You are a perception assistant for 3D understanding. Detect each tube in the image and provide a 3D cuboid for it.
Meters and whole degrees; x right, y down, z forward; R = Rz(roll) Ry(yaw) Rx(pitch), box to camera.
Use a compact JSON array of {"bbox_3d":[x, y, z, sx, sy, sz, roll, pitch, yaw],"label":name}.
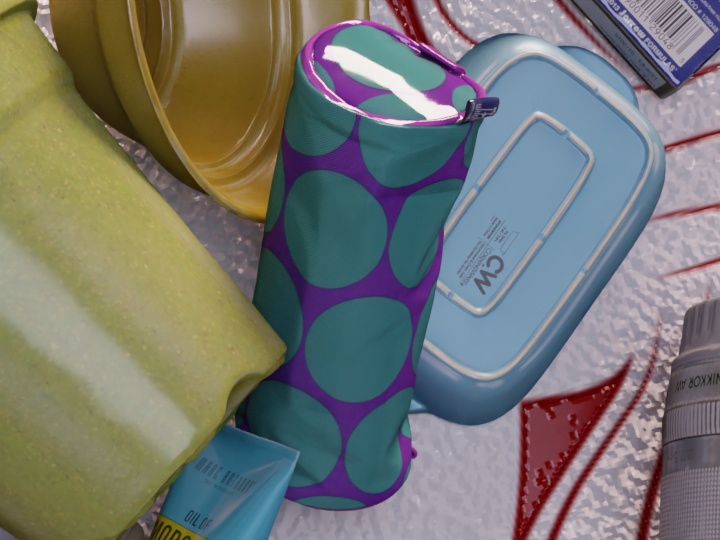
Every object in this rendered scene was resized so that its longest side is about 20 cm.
[{"bbox_3d":[-0.083,0.162,1.205,0.050,0.077,0.201,24,87,-43],"label":"tube"}]

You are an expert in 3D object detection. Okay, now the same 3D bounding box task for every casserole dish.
[{"bbox_3d":[0.064,-0.023,1.296,0.121,0.039,0.200,38,76,-3],"label":"casserole dish"}]

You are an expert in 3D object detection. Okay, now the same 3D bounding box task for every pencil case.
[{"bbox_3d":[0.000,0.000,1.205,0.092,0.085,0.201,-13,126,-40],"label":"pencil case"}]

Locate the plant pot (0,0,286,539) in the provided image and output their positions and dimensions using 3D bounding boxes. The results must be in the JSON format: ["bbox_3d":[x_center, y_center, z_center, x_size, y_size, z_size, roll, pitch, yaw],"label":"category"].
[{"bbox_3d":[-0.137,0.018,1.155,0.184,0.200,0.200,42,75,0],"label":"plant pot"}]

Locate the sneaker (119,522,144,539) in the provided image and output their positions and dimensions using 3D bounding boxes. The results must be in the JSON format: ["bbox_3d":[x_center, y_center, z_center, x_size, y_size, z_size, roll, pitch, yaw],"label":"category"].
[{"bbox_3d":[-0.182,0.157,1.194,0.200,0.070,0.076,-42,90,-16],"label":"sneaker"}]

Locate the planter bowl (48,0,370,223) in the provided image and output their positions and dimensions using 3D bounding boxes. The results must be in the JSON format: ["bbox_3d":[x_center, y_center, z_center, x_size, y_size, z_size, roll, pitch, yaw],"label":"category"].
[{"bbox_3d":[-0.079,-0.118,1.235,0.083,0.200,0.202,-3,78,29],"label":"planter bowl"}]

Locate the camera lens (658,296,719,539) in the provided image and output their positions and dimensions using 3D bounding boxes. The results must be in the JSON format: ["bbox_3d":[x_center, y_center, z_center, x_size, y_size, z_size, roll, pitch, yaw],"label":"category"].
[{"bbox_3d":[0.211,0.119,1.240,0.159,0.160,0.201,6,79,-11],"label":"camera lens"}]

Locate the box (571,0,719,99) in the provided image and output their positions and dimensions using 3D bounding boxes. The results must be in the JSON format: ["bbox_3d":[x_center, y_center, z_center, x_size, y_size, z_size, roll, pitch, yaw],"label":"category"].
[{"bbox_3d":[0.175,-0.192,1.351,0.200,0.032,0.121,-43,92,-14],"label":"box"}]
